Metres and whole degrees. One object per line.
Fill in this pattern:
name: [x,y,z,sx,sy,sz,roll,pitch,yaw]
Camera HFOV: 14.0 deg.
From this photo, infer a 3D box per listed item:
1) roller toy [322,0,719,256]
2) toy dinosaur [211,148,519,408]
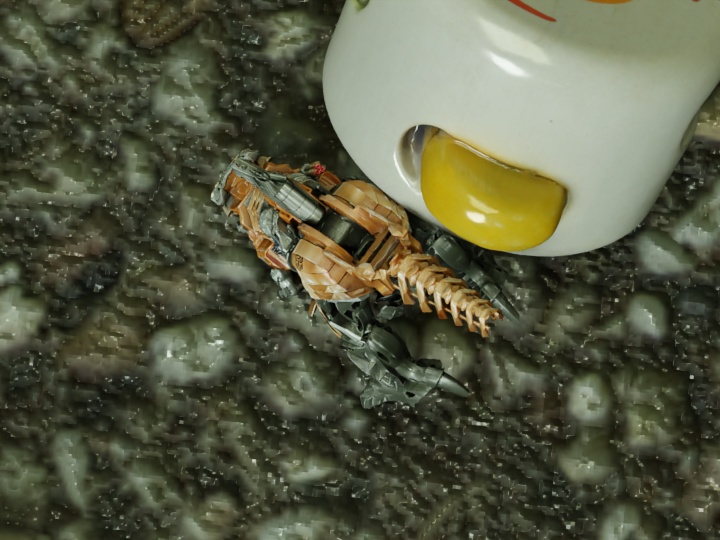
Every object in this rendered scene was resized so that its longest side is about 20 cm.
roller toy: [0.080,-0.102,1.412,0.182,0.140,0.200,-10,51,-34]
toy dinosaur: [0.000,0.000,1.420,0.102,0.136,0.200,-41,37,9]
